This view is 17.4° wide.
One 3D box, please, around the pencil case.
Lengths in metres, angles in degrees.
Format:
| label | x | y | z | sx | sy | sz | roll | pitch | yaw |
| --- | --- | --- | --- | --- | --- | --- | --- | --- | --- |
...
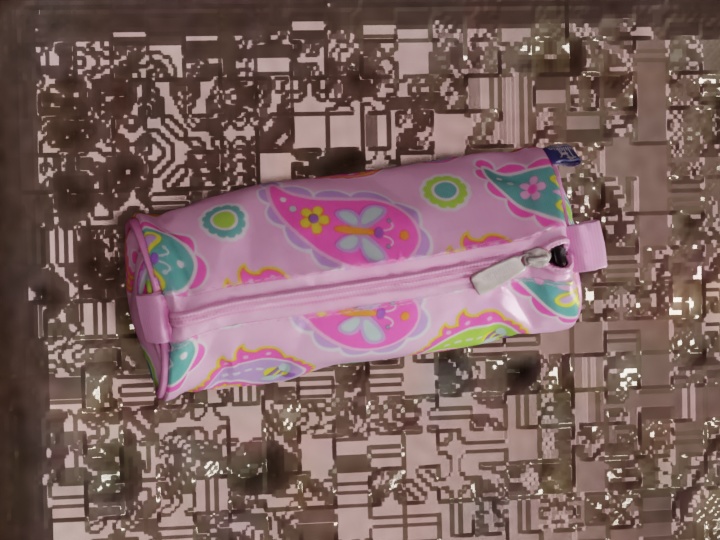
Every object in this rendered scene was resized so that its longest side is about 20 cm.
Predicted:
| label | x | y | z | sx | sy | sz | roll | pitch | yaw |
| --- | --- | --- | --- | --- | --- | --- | --- | --- | --- |
| pencil case | 0.000 | 0.000 | 1.011 | 0.200 | 0.087 | 0.087 | -8 | 94 | -10 |
